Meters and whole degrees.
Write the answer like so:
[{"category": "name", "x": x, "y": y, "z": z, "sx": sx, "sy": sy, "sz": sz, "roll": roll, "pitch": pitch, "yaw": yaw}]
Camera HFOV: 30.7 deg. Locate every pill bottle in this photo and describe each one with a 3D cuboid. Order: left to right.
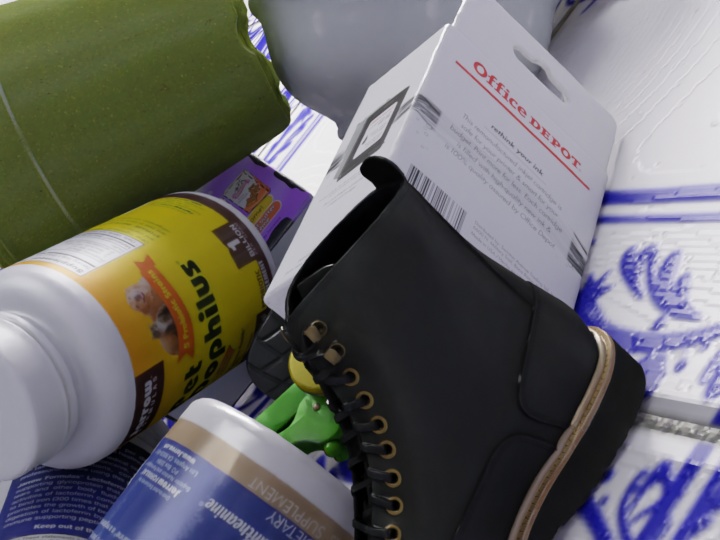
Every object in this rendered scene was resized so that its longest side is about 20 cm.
[{"category": "pill bottle", "x": -0.153, "y": 0.154, "z": 0.707, "sx": 0.116, "sy": 0.116, "sz": 0.200, "roll": -43, "pitch": 19, "yaw": 16}, {"category": "pill bottle", "x": -0.136, "y": 0.034, "z": 0.704, "sx": 0.109, "sy": 0.109, "sz": 0.200, "roll": -35, "pitch": 0, "yaw": 35}, {"category": "pill bottle", "x": -0.081, "y": 0.162, "z": 0.535, "sx": 0.200, "sy": 0.111, "sz": 0.111, "roll": -54, "pitch": 19, "yaw": -15}]

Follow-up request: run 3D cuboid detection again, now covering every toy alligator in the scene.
[{"category": "toy alligator", "x": -0.010, "y": 0.067, "z": 0.659, "sx": 0.200, "sy": 0.054, "sz": 0.059, "roll": -49, "pitch": -26, "yaw": -4}]

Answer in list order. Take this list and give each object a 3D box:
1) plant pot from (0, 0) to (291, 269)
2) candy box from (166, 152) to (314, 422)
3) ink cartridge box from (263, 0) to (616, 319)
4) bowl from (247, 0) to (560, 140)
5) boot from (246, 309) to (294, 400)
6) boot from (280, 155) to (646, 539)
[{"category": "plant pot", "x": -0.150, "y": -0.107, "z": 0.821, "sx": 0.189, "sy": 0.201, "sz": 0.200, "roll": -24, "pitch": 20, "yaw": 2}, {"category": "candy box", "x": -0.125, "y": -0.012, "z": 0.899, "sx": 0.168, "sy": 0.072, "sz": 0.200, "roll": -51, "pitch": 49, "yaw": -2}, {"category": "ink cartridge box", "x": 0.047, "y": -0.031, "z": 0.619, "sx": 0.067, "sy": 0.116, "sz": 0.200, "roll": -33, "pitch": 23, "yaw": 42}, {"category": "bowl", "x": 0.031, "y": -0.129, "z": 0.820, "sx": 0.201, "sy": 0.200, "sz": 0.091, "roll": 176, "pitch": 92, "yaw": -65}, {"category": "boot", "x": 0.000, "y": 0.000, "z": 0.771, "sx": 0.200, "sy": 0.070, "sz": 0.132, "roll": -47, "pitch": 10, "yaw": -15}, {"category": "boot", "x": 0.002, "y": 0.074, "z": 0.476, "sx": 0.077, "sy": 0.138, "sz": 0.200, "roll": -13, "pitch": 40, "yaw": 60}]
